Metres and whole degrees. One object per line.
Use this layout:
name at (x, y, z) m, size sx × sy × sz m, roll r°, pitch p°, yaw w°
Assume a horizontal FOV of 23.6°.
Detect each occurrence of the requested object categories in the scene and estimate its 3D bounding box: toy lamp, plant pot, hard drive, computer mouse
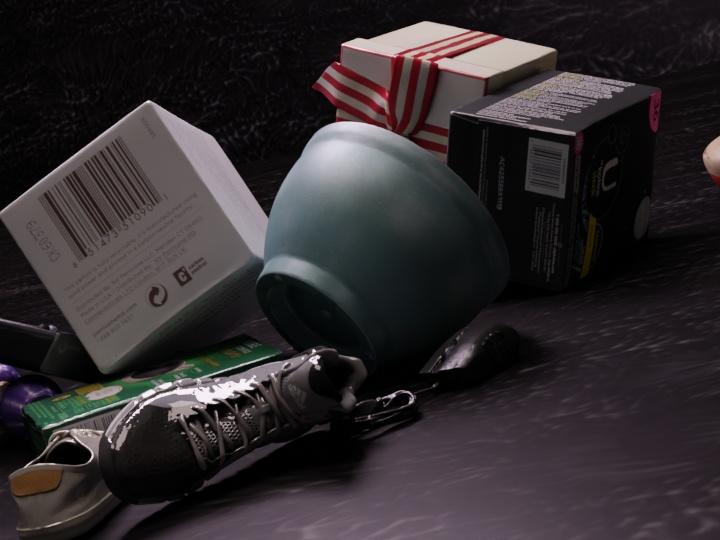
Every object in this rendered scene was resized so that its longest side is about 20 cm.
toy lamp at (-0.297, 0.112, 1.499) m, size 0.058 × 0.058 × 0.200 m, roll -18°, pitch 11°, yaw -21°
plant pot at (0.000, 0.000, 1.376) m, size 0.200 × 0.201 × 0.134 m, roll -3°, pitch 41°, yaw 52°
hard drive at (-0.279, 0.068, 1.515) m, size 0.134 × 0.043 × 0.200 m, roll 11°, pitch -4°, yaw 16°
computer mouse at (0.048, 0.075, 1.257) m, size 0.058 × 0.034 × 0.200 m, roll -5°, pitch 14°, yaw 42°

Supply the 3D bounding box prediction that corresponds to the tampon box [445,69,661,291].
tampon box at (0.179, -0.087, 1.584) m, size 0.126 × 0.151 × 0.200 m, roll 14°, pitch 24°, yaw 29°

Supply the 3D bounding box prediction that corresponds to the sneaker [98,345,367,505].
sneaker at (-0.075, 0.091, 1.151) m, size 0.200 × 0.075 × 0.115 m, roll -22°, pitch -2°, yaw -44°

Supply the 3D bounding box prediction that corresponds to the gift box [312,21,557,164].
gift box at (0.065, -0.137, 1.692) m, size 0.199 × 0.185 × 0.187 m, roll 11°, pitch 21°, yaw 28°

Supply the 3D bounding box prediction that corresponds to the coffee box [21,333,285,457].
coffee box at (-0.162, 0.105, 1.369) m, size 0.199 × 0.044 × 0.123 m, roll -18°, pitch 9°, yaw -17°

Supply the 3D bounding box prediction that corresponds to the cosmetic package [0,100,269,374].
cosmetic package at (-0.174, -0.020, 1.488) m, size 0.165 × 0.165 × 0.200 m, roll -36°, pitch -10°, yaw 7°

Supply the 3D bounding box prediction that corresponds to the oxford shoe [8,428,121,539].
oxford shoe at (-0.193, 0.135, 1.198) m, size 0.075 × 0.058 × 0.200 m, roll -15°, pitch 7°, yaw 11°

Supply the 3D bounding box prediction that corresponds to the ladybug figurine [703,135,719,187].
ladybug figurine at (0.404, -0.105, 1.670) m, size 0.135 × 0.072 × 0.200 m, roll -11°, pitch 10°, yaw 14°
